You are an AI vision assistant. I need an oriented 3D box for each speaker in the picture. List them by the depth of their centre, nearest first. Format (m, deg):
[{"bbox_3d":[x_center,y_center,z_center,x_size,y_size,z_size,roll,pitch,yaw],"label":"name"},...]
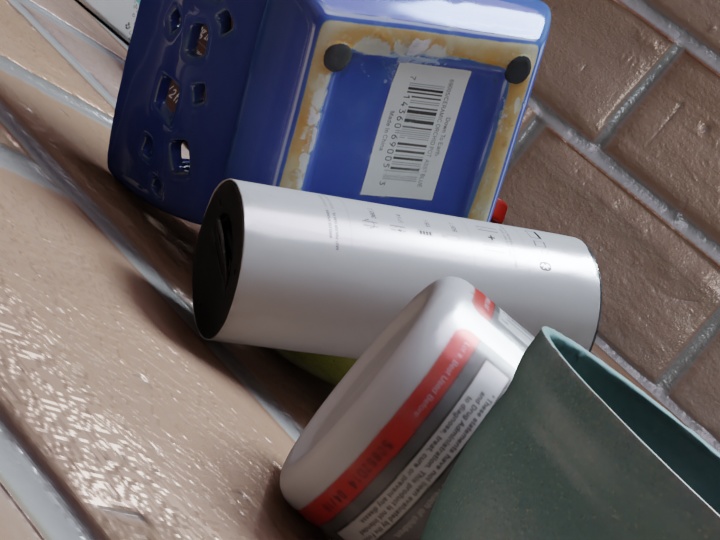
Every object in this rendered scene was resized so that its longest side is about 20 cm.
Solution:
[{"bbox_3d":[0.018,0.007,0.797,0.199,0.082,0.081,8,20,-23],"label":"speaker"}]

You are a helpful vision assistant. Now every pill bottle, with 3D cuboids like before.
[{"bbox_3d":[0.075,0.107,0.641,0.200,0.116,0.116,40,7,-3],"label":"pill bottle"}]

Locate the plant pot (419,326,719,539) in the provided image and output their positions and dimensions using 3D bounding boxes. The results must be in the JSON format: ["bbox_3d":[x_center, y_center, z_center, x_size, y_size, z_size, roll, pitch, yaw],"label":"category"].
[{"bbox_3d":[0.086,0.132,0.448,0.200,0.134,0.200,39,6,-5],"label":"plant pot"}]

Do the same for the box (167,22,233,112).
[{"bbox_3d":[-0.059,-0.175,1.383,0.164,0.200,0.166,34,8,-43],"label":"box"}]

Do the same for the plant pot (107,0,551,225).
[{"bbox_3d":[-0.013,-0.104,0.908,0.199,0.201,0.180,3,26,-29],"label":"plant pot"}]

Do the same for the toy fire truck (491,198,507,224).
[{"bbox_3d":[0.054,-0.052,1.711,0.167,0.113,0.200,17,-4,25],"label":"toy fire truck"}]

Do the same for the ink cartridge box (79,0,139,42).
[{"bbox_3d":[-0.194,-0.299,1.670,0.200,0.146,0.147,40,7,-1],"label":"ink cartridge box"}]

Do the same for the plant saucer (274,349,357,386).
[{"bbox_3d":[0.011,0.033,0.904,0.199,0.031,0.200,19,17,-6],"label":"plant saucer"}]
